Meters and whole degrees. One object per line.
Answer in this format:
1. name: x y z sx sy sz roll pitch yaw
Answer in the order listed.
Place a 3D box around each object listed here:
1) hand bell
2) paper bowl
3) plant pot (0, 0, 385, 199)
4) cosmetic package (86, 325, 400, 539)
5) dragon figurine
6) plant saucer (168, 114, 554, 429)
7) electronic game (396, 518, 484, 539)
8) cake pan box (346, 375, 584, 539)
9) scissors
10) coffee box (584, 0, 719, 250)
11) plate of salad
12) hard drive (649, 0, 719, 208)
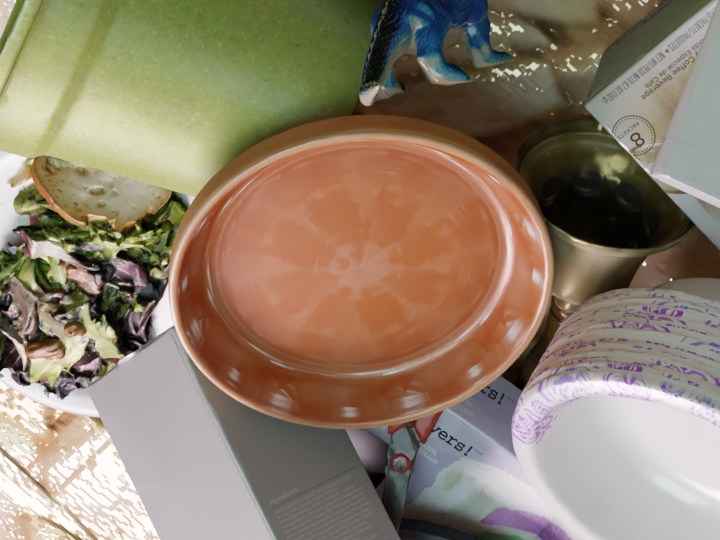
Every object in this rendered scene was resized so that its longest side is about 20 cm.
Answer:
1. hand bell: 0.113 0.024 1.377 0.104 0.104 0.201 19 133 5
2. paper bowl: 0.188 0.083 1.294 0.200 0.105 0.201 23 148 15
3. plant pot: -0.089 -0.118 1.298 0.183 0.201 0.201 24 122 -11
4. cosmetic package: -0.059 0.123 1.377 0.107 0.090 0.201 -30 82 50
5. dragon figurine: 0.026 -0.140 1.235 0.059 0.200 0.100 -11 100 33
6. plant saucer: 0.000 0.000 1.282 0.199 0.032 0.201 -3 131 -3
7. electronic game: 0.046 0.224 1.451 0.199 0.042 0.201 14 131 16
8. cake pan box: 0.029 0.123 1.441 0.200 0.052 0.184 35 131 -3
9. scissors: 0.019 0.092 1.368 0.073 0.014 0.201 25 112 -1
10. coffee box: 0.227 -0.062 1.288 0.200 0.080 0.113 45 119 -10
11. plate of salad: -0.169 0.005 1.455 0.199 0.048 0.201 6 119 12
12. hard drive: 0.237 -0.113 1.211 0.131 0.027 0.201 23 86 -12
